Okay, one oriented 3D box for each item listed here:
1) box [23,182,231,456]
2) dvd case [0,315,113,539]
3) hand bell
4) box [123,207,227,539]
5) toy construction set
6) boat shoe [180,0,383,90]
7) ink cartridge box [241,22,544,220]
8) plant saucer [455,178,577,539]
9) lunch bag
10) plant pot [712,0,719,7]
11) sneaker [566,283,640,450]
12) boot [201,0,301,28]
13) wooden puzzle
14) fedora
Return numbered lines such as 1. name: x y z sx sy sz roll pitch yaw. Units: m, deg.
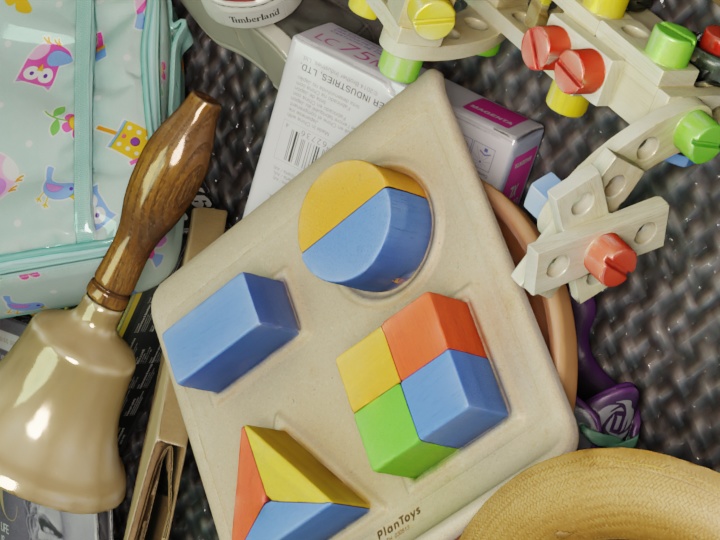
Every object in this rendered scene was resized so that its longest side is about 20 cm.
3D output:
1. box: -0.159 -0.007 1.266 0.160 0.049 0.200 59 135 34
2. dvd case: -0.182 0.128 1.259 0.148 0.016 0.201 14 107 54
3. hand bell: -0.116 0.005 1.058 0.104 0.104 0.200 44 112 41
4. box: -0.099 0.086 1.114 0.200 0.021 0.164 -85 8 -56
5. toy construction set: 0.074 -0.081 0.880 0.200 0.131 0.092 60 136 30
6. boat shoe: -0.050 -0.143 1.113 0.200 0.057 0.067 45 163 45
7. ink cartridge box: 0.000 0.000 1.029 0.119 0.042 0.201 28 116 21
8. plant saucer: 0.017 0.055 0.947 0.200 0.037 0.201 -17 64 39
9. lunch bag: -0.166 -0.080 1.155 0.160 0.077 0.201 -9 64 11
10. plant pot: 0.154 -0.161 0.748 0.200 0.186 0.187 -144 58 -60
11. sneaker: 0.088 0.096 0.930 0.087 0.074 0.201 -36 65 43
12. boot: -0.068 -0.234 1.035 0.145 0.072 0.201 78 180 -55
13. wooden puzzle: -0.014 0.037 0.924 0.185 0.046 0.201 -37 53 30
14. fedora: 0.127 0.144 0.851 0.200 0.082 0.201 17 123 28
